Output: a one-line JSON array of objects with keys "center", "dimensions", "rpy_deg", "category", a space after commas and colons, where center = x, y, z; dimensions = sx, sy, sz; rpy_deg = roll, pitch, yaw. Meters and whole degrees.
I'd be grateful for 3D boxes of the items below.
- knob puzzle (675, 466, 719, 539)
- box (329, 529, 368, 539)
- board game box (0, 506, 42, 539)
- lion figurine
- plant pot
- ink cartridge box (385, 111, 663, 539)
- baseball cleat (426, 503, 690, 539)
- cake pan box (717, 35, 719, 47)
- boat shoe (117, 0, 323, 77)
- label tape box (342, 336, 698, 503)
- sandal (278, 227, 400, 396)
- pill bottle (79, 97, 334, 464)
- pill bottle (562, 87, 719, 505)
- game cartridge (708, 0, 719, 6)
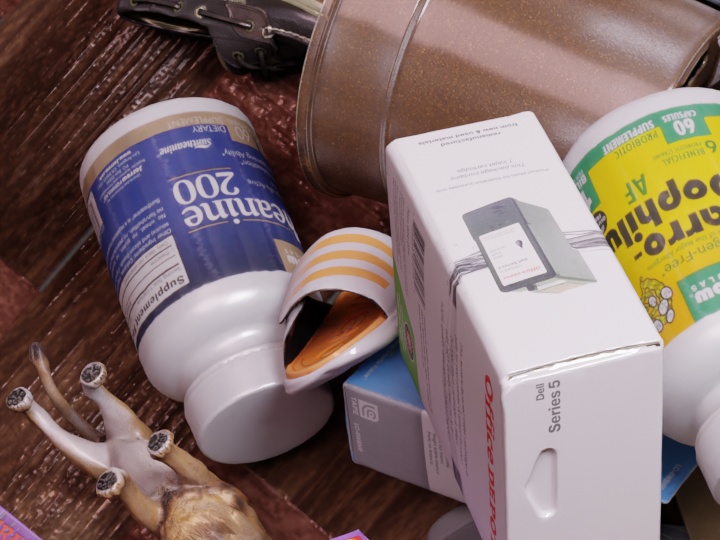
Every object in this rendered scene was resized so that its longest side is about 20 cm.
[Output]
[{"center": [0.259, 0.127, 1.550], "dimensions": [0.220, 0.030, 0.220], "rpy_deg": [-10, 39, 9], "category": "knob puzzle"}, {"center": [0.001, 0.253, 1.546], "dimensions": [0.039, 0.200, 0.137], "rpy_deg": [-16, 48, -37], "category": "box"}, {"center": [-0.134, 0.202, 1.655], "dimensions": [0.200, 0.120, 0.032], "rpy_deg": [34, 83, 31], "category": "board game box"}, {"center": [-0.119, 0.120, 1.708], "dimensions": [0.072, 0.122, 0.200], "rpy_deg": [-42, 42, 1], "category": "lion figurine"}, {"center": [0.098, -0.100, 1.668], "dimensions": [0.198, 0.200, 0.200], "rpy_deg": [23, 77, 21], "category": "plant pot"}, {"center": [0.081, 0.039, 1.488], "dimensions": [0.084, 0.146, 0.200], "rpy_deg": [-12, 39, -10], "category": "ink cartridge box"}, {"center": [0.117, 0.166, 1.576], "dimensions": [0.200, 0.070, 0.106], "rpy_deg": [1, 24, 23], "category": "baseball cleat"}, {"center": [0.274, -0.089, 1.466], "dimensions": [0.052, 0.200, 0.184], "rpy_deg": [-12, 68, -32], "category": "cake pan box"}, {"center": [-0.064, -0.149, 1.826], "dimensions": [0.200, 0.073, 0.065], "rpy_deg": [25, 89, 33], "category": "boat shoe"}, {"center": [0.112, 0.072, 1.611], "dimensions": [0.200, 0.066, 0.143], "rpy_deg": [20, 45, 27], "category": "label tape box"}, {"center": [-0.006, 0.003, 1.664], "dimensions": [0.079, 0.059, 0.207], "rpy_deg": [-30, 12, 26], "category": "sandal"}, {"center": [-0.085, 0.007, 1.730], "dimensions": [0.111, 0.111, 0.200], "rpy_deg": [-28, 59, 9], "category": "pill bottle"}, {"center": [0.179, 0.017, 1.484], "dimensions": [0.113, 0.113, 0.200], "rpy_deg": [-26, 57, 10], "category": "pill bottle"}, {"center": [0.156, -0.192, 1.675], "dimensions": [0.133, 0.200, 0.041], "rpy_deg": [29, 99, 32], "category": "game cartridge"}]
